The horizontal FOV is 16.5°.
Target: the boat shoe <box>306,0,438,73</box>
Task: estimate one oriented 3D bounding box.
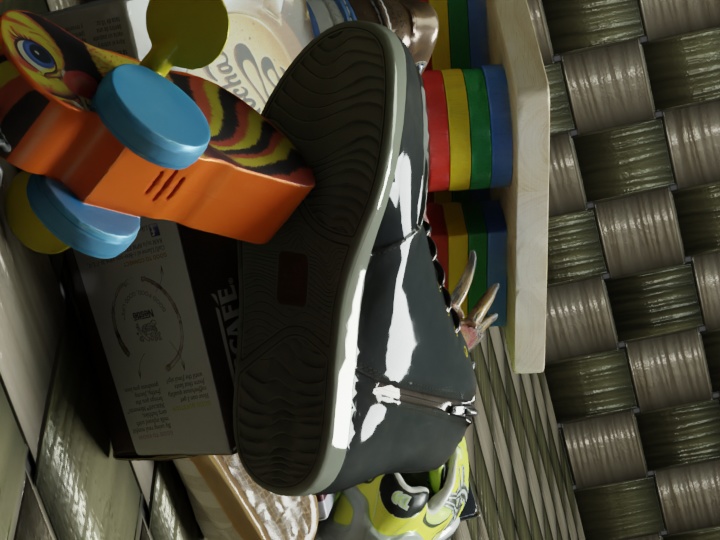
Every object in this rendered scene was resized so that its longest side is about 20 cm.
[{"bbox_3d":[-0.006,-0.080,1.212,0.200,0.072,0.072,132,-53,-74],"label":"boat shoe"}]

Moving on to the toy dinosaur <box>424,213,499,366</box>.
[{"bbox_3d":[0.012,-0.012,1.383,0.086,0.136,0.200,-13,93,-44],"label":"toy dinosaur"}]

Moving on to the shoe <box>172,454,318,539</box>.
[{"bbox_3d":[-0.079,0.064,1.199,0.070,0.053,0.200,-49,132,-38],"label":"shoe"}]

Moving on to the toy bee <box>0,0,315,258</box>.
[{"bbox_3d":[-0.107,-0.068,0.960,0.109,0.131,0.200,56,8,26],"label":"toy bee"}]

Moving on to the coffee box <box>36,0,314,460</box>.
[{"bbox_3d":[-0.068,-0.027,1.100,0.113,0.080,0.200,-21,101,-46],"label":"coffee box"}]

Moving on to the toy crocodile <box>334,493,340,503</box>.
[{"bbox_3d":[-0.022,0.099,1.505,0.068,0.062,0.200,-119,-165,-53],"label":"toy crocodile"}]

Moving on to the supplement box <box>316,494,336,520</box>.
[{"bbox_3d":[-0.060,0.029,1.315,0.109,0.061,0.200,-59,138,-80],"label":"supplement box"}]

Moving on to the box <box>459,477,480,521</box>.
[{"bbox_3d":[0.011,0.061,1.581,0.199,0.050,0.200,165,-91,-83],"label":"box"}]

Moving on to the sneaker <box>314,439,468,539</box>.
[{"bbox_3d":[0.033,0.117,1.387,0.075,0.076,0.200,35,24,-3],"label":"sneaker"}]

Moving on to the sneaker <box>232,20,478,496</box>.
[{"bbox_3d":[0.006,-0.006,1.064,0.106,0.075,0.200,-1,104,-51],"label":"sneaker"}]

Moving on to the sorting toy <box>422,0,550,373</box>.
[{"bbox_3d":[0.063,-0.074,1.472,0.200,0.070,0.199,-97,-175,-54],"label":"sorting toy"}]
